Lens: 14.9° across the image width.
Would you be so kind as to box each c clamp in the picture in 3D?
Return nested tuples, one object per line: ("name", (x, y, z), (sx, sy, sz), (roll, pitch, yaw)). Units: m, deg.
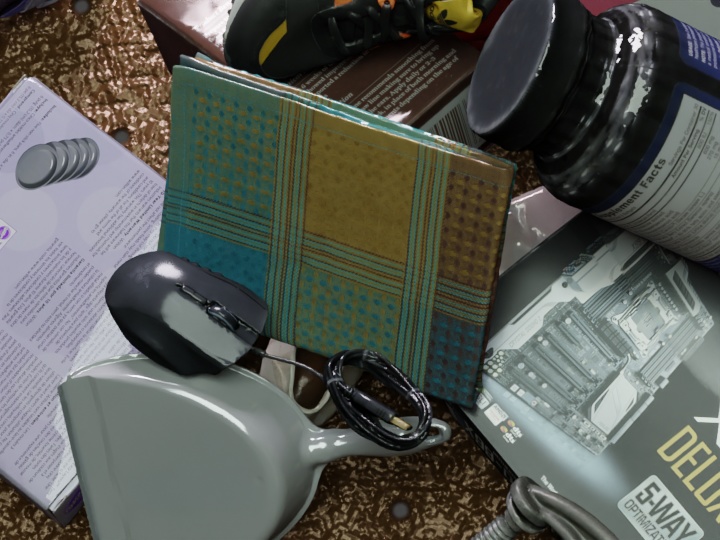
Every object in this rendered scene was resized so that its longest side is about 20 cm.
("c clamp", (0.056, 0.182, 1.443), (0.200, 0.027, 0.171), (-37, 71, 26))

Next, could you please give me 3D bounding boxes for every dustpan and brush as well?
("dustpan and brush", (-0.051, 0.103, 1.492), (0.199, 0.057, 0.140), (-5, 108, 20))

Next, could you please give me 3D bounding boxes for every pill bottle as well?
("pill bottle", (0.161, -0.071, 1.435), (0.200, 0.112, 0.112), (24, 73, -20))

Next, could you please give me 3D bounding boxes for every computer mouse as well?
("computer mouse", (-0.050, 0.040, 1.457), (0.199, 0.034, 0.059), (23, 59, 18))

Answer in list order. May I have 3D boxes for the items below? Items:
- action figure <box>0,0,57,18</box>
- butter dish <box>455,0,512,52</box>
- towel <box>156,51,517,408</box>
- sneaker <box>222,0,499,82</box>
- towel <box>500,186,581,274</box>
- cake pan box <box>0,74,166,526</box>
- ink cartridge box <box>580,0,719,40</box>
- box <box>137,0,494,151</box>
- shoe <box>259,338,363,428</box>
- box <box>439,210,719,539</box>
("action figure", (-0.254, -0.144, 1.613), (0.200, 0.069, 0.130), (-39, 80, -4))
("butter dish", (0.093, -0.231, 1.566), (0.199, 0.148, 0.200), (-16, 71, 0))
("towel", (-0.017, -0.022, 1.463), (0.199, 0.022, 0.147), (19, 118, 21))
("sneaker", (0.021, -0.151, 1.459), (0.200, 0.070, 0.090), (-33, 51, 0))
("towel", (0.171, 0.028, 1.538), (0.191, 0.032, 0.200), (-24, 72, -4))
("cake pan box", (-0.181, 0.019, 1.561), (0.184, 0.052, 0.200), (35, 78, 16))
("ink cartridge box", (0.209, -0.156, 1.496), (0.199, 0.145, 0.084), (0, 39, -5))
("box", (-0.022, -0.115, 1.544), (0.100, 0.075, 0.200), (-41, 56, -15))
("shoe", (0.000, 0.000, 1.544), (0.070, 0.053, 0.201), (23, 77, 0))
("box", (0.149, 0.074, 1.483), (0.158, 0.050, 0.200), (-37, 74, -7))
